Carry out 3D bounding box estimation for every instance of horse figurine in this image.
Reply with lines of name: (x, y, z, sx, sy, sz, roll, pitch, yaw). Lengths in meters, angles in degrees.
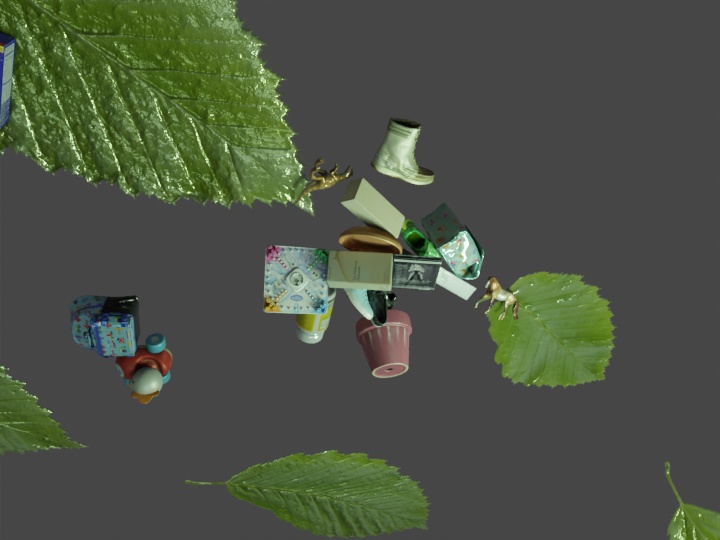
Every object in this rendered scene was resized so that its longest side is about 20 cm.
horse figurine: (0.506, 0.107, 1.925, 0.197, 0.050, 0.134, 24, 101, -20)

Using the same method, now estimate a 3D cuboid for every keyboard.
keyboard: (0.325, 0.045, 1.863, 0.198, 0.011, 0.056, 28, 116, -31)

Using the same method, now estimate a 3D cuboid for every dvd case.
dvd case: (0.173, 0.009, 1.686, 0.145, 0.016, 0.201, 4, 151, 2)

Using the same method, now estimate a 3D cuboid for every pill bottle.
pill bottle: (-0.152, 0.133, 1.739, 0.112, 0.115, 0.203, 4, 126, -17)

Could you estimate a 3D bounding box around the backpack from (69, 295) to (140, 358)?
backpack: (-0.773, 0.167, 1.591, 0.196, 0.136, 0.185, 5, 125, -15)

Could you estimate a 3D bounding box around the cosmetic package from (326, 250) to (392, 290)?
cosmetic package: (0.000, 0.000, 1.632, 0.196, 0.106, 0.073, 2, 164, 4)

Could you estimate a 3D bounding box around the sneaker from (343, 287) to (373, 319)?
sneaker: (-0.004, 0.056, 1.686, 0.081, 0.074, 0.202, -34, 85, 9)

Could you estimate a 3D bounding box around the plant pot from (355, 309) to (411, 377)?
plant pot: (0.089, 0.259, 1.821, 0.196, 0.182, 0.201, -7, 149, -4)

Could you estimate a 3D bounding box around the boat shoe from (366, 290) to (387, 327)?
boat shoe: (0.053, 0.081, 1.716, 0.069, 0.066, 0.204, -3, 86, -17)

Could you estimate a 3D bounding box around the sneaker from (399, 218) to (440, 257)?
sneaker: (0.188, -0.079, 1.684, 0.074, 0.084, 0.199, -40, 127, 17)

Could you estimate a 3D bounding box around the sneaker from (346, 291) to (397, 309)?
sneaker: (0.044, 0.082, 1.785, 0.198, 0.067, 0.091, 21, 117, -32)

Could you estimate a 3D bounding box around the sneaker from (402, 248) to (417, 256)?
sneaker: (0.144, -0.003, 1.753, 0.113, 0.074, 0.199, -26, 137, 32)

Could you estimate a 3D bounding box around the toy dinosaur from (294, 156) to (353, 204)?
toy dinosaur: (-0.113, -0.250, 1.489, 0.197, 0.061, 0.107, -22, 131, 3)

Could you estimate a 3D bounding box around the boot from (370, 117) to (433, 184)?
boot: (0.143, -0.333, 1.487, 0.196, 0.073, 0.156, 11, 121, -22)

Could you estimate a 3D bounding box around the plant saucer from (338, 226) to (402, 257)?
plant saucer: (0.031, -0.087, 1.605, 0.196, 0.038, 0.200, 12, 165, 3)

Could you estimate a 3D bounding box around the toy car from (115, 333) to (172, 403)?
toy car: (-0.700, 0.339, 1.698, 0.173, 0.201, 0.187, -1, 127, -14)

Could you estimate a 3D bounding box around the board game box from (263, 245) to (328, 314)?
board game box: (-0.193, 0.028, 1.616, 0.196, 0.026, 0.204, 3, 82, -16)

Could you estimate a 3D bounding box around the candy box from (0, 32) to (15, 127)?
candy box: (-0.857, -0.428, 1.145, 0.166, 0.078, 0.202, 13, 121, -23)

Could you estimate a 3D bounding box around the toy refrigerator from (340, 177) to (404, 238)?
toy refrigerator: (0.037, -0.177, 1.563, 0.069, 0.077, 0.199, -5, 146, 48)

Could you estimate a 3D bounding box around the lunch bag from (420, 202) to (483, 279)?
lunch bag: (0.297, -0.082, 1.653, 0.121, 0.171, 0.200, -36, 128, 10)
